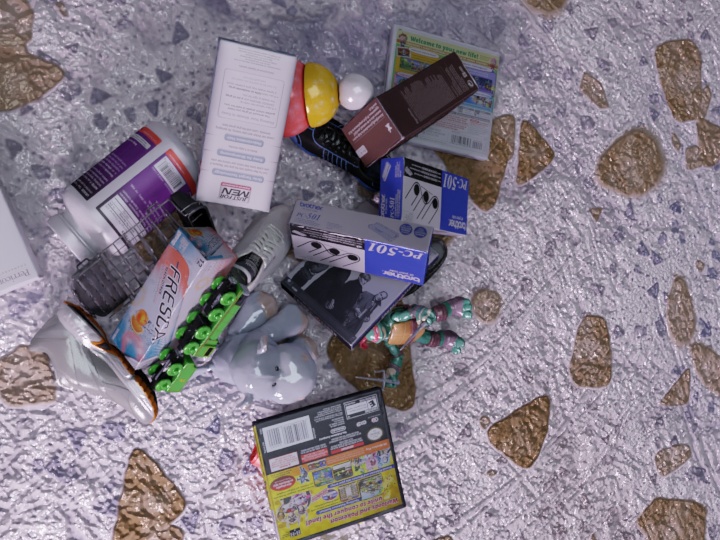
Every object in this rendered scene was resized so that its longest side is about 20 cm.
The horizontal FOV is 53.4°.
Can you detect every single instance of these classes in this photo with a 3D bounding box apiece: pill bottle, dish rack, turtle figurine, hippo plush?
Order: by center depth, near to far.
[{"bbox_3d":[-0.285,-0.009,0.957,0.200,0.154,0.054,-41,71,-17],"label":"dish rack"},{"bbox_3d":[-0.317,-0.100,0.965,0.200,0.112,0.113,-43,102,-15],"label":"pill bottle"},{"bbox_3d":[-0.136,0.110,1.000,0.197,0.160,0.162,14,85,-19],"label":"hippo plush"},{"bbox_3d":[0.077,0.097,1.104,0.197,0.151,0.101,-9,49,-32],"label":"turtle figurine"}]

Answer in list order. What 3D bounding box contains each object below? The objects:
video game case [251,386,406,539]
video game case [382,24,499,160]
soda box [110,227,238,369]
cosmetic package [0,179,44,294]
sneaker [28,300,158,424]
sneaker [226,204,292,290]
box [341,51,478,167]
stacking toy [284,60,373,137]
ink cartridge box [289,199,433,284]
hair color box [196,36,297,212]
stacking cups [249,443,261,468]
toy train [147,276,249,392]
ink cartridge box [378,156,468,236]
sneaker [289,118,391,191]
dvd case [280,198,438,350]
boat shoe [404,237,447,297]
[{"bbox_3d":[-0.044,0.285,1.046,0.197,0.025,0.184,-13,91,-16],"label":"video game case"},{"bbox_3d":[0.131,-0.290,1.179,0.197,0.022,0.185,8,87,-19],"label":"video game case"},{"bbox_3d":[-0.249,0.037,0.951,0.064,0.068,0.201,44,112,18],"label":"soda box"},{"bbox_3d":[-0.499,-0.064,0.919,0.100,0.071,0.203,-24,98,-19],"label":"cosmetic package"},{"bbox_3d":[-0.361,0.142,0.973,0.092,0.076,0.201,-42,95,-8],"label":"sneaker"},{"bbox_3d":[-0.148,-0.022,1.030,0.076,0.080,0.201,39,61,-10],"label":"sneaker"},{"bbox_3d":[0.076,-0.240,1.061,0.200,0.100,0.075,-40,97,-37],"label":"box"},{"bbox_3d":[-0.079,-0.242,1.005,0.196,0.146,0.149,0,89,5],"label":"stacking toy"},{"bbox_3d":[0.001,-0.040,1.024,0.197,0.094,0.045,12,61,7],"label":"ink cartridge box"},{"bbox_3d":[-0.150,-0.187,0.925,0.097,0.061,0.203,8,107,-17],"label":"hair color box"},{"bbox_3d":[-0.073,0.311,1.082,0.198,0.060,0.061,31,79,-12],"label":"stacking cups"},{"bbox_3d":[-0.214,0.088,0.954,0.201,0.042,0.056,-51,146,17],"label":"toy train"},{"bbox_3d":[0.101,-0.109,1.100,0.199,0.044,0.096,6,86,-54],"label":"ink cartridge box"},{"bbox_3d":[-0.023,-0.190,1.091,0.198,0.078,0.071,30,80,-17],"label":"sneaker"},{"bbox_3d":[0.000,0.000,1.079,0.150,0.025,0.200,39,69,18],"label":"dvd case"},{"bbox_3d":[0.065,0.012,1.127,0.199,0.067,0.073,-33,98,-19],"label":"boat shoe"}]
